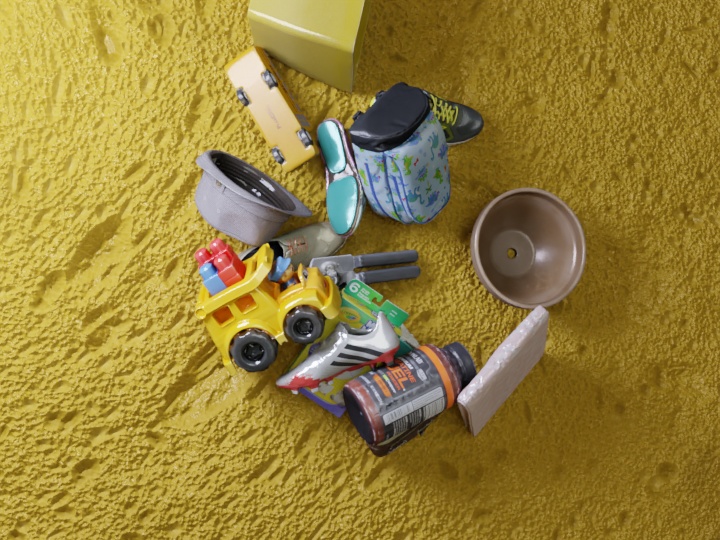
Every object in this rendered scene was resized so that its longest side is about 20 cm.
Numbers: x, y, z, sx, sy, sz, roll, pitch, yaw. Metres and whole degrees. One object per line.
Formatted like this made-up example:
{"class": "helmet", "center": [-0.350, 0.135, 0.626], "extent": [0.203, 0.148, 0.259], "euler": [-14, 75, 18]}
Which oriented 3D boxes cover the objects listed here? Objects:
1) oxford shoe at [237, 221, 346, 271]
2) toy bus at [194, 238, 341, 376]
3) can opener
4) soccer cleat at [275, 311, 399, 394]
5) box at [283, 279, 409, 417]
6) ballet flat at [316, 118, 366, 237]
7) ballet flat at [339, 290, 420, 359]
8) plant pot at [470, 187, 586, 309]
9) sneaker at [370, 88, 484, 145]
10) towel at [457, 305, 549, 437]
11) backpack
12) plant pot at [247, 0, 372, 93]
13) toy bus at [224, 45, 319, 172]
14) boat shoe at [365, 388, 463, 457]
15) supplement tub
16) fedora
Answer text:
{"class": "oxford shoe", "center": [-0.107, -0.030, 1.427], "extent": [0.199, 0.074, 0.071], "euler": [-24, 89, -15]}
{"class": "toy bus", "center": [-0.153, 0.029, 1.337], "extent": [0.199, 0.136, 0.193], "euler": [-28, 110, 8]}
{"class": "can opener", "center": [0.000, 0.000, 1.468], "extent": [0.199, 0.067, 0.054], "euler": [-6, 86, -27]}
{"class": "soccer cleat", "center": [-0.039, 0.125, 1.354], "extent": [0.199, 0.069, 0.086], "euler": [-18, 97, 4]}
{"class": "box", "center": [-0.021, 0.121, 1.407], "extent": [0.117, 0.048, 0.200], "euler": [33, 103, -8]}
{"class": "ballet flat", "center": [-0.024, -0.150, 1.459], "extent": [0.069, 0.071, 0.201], "euler": [-17, 78, 25]}
{"class": "ballet flat", "center": [0.034, 0.095, 1.458], "extent": [0.199, 0.072, 0.072], "euler": [33, 78, -10]}
{"class": "plant pot", "center": [0.272, -0.033, 1.508], "extent": [0.200, 0.093, 0.202], "euler": [1, 83, -13]}
{"class": "sneaker", "center": [0.118, -0.260, 1.497], "extent": [0.199, 0.085, 0.075], "euler": [7, 84, -12]}
{"class": "towel", "center": [0.231, 0.165, 1.439], "extent": [0.032, 0.191, 0.200], "euler": [37, 76, 22]}
{"class": "backpack", "center": [0.068, -0.168, 1.424], "extent": [0.153, 0.201, 0.163], "euler": [27, 50, 21]}
{"class": "plant pot", "center": [-0.077, -0.425, 1.422], "extent": [0.175, 0.200, 0.201], "euler": [12, 82, 1]}
{"class": "toy bus", "center": [-0.139, -0.258, 1.434], "extent": [0.065, 0.078, 0.201], "euler": [-31, 93, 13]}
{"class": "boat shoe", "center": [0.089, 0.233, 1.462], "extent": [0.202, 0.075, 0.075], "euler": [-29, 130, -23]}
{"class": "supplement tub", "center": [0.080, 0.182, 1.379], "extent": [0.199, 0.107, 0.107], "euler": [-24, 91, -19]}
{"class": "fedora", "center": [-0.182, -0.102, 1.382], "extent": [0.200, 0.177, 0.091], "euler": [37, 106, 16]}
